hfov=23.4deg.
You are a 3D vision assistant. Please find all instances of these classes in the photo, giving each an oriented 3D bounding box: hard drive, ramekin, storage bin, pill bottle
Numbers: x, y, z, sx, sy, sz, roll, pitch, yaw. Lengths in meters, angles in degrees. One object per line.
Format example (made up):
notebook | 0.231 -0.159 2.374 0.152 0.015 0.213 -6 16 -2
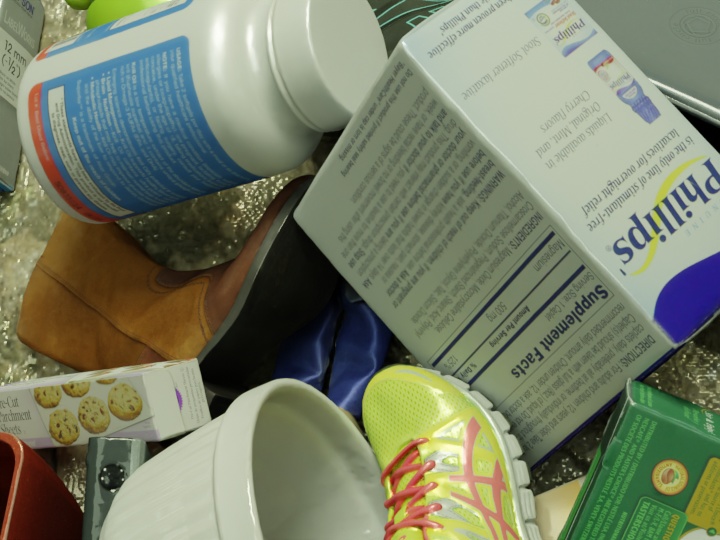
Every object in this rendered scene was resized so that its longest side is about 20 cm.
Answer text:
hard drive | -0.138 0.200 0.965 0.033 0.140 0.202 3 79 -4
ramekin | -0.046 0.166 0.880 0.104 0.200 0.202 -24 66 19
storage bin | 0.178 -0.089 0.976 0.199 0.146 0.134 29 56 26
pill bottle | -0.088 -0.100 0.989 0.198 0.112 0.113 -13 67 31

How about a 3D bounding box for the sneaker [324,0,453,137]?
sneaker | 0.046 -0.149 1.065 0.198 0.075 0.080 -16 65 14

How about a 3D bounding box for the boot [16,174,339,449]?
boot | -0.112 0.000 1.060 0.199 0.068 0.190 31 103 41

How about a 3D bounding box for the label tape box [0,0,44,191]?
label tape box | -0.296 -0.157 1.196 0.142 0.066 0.202 0 70 19

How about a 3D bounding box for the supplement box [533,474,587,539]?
supplement box | 0.190 0.152 0.912 0.198 0.074 0.127 -25 66 11

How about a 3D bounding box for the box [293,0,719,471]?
box | 0.087 -0.024 0.912 0.105 0.184 0.200 -37 82 -31

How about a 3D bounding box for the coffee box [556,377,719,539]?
coffee box | 0.195 0.147 0.826 0.198 0.044 0.124 22 105 3

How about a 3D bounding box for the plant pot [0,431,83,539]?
plant pot | -0.255 0.204 0.996 0.198 0.176 0.202 3 73 19

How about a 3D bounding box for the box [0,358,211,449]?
box | -0.160 0.081 1.021 0.199 0.038 0.042 -9 94 50

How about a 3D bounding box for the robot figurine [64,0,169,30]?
robot figurine | -0.110 -0.196 1.113 0.174 0.116 0.202 3 73 27

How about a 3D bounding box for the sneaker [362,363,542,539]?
sneaker | 0.042 0.131 0.891 0.078 0.090 0.201 -50 53 33

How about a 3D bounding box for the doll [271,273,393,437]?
doll | 0.000 0.000 1.044 0.135 0.048 0.202 4 73 33
